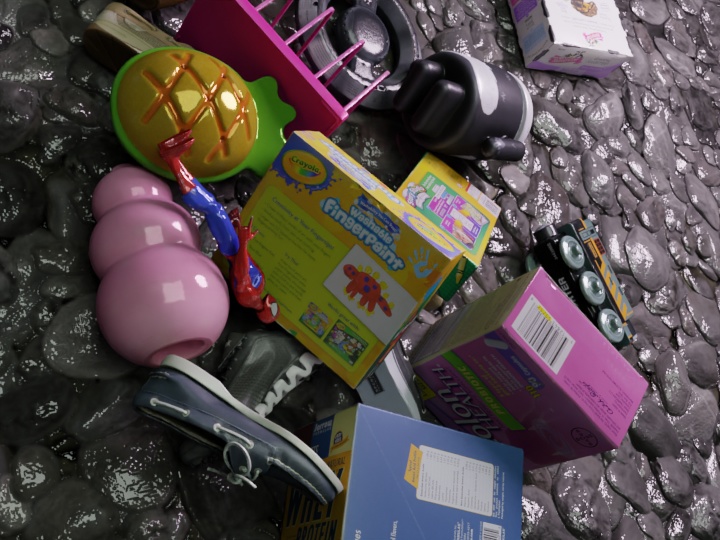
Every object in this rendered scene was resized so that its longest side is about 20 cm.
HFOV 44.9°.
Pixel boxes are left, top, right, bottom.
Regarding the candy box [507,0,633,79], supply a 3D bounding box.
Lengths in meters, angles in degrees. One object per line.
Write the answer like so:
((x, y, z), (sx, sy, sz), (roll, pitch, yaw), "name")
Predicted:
((0.311, -0.405, 1.337), (0.167, 0.071, 0.202), (0, 70, -32), "candy box")

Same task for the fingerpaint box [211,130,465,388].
((-0.024, -0.014, 0.877), (0.200, 0.167, 0.073), (39, 18, 10), "fingerpaint box")

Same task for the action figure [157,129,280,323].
((-0.125, -0.034, 0.822), (0.051, 0.065, 0.201), (-27, 114, -10), "action figure")

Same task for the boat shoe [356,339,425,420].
((0.020, 0.088, 0.953), (0.201, 0.070, 0.066), (64, 25, -1), "boat shoe")

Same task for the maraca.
((-0.152, -0.152, 0.873), (0.199, 0.107, 0.138), (5, 82, -33), "maraca")

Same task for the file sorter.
((-0.086, -0.240, 0.985), (0.200, 0.139, 0.125), (47, 53, -6), "file sorter")

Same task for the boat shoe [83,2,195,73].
((-0.198, -0.219, 0.949), (0.199, 0.071, 0.065), (34, 55, -16), "boat shoe")

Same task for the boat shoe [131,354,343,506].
((-0.108, 0.152, 0.767), (0.199, 0.075, 0.062), (36, 61, 0), "boat shoe")

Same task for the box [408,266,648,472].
((0.171, 0.119, 0.954), (0.176, 0.200, 0.097), (46, 55, -7), "box")

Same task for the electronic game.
((0.001, -0.299, 1.121), (0.199, 0.042, 0.202), (14, 67, -35), "electronic game")

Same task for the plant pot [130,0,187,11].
((-0.190, -0.389, 0.974), (0.186, 0.186, 0.200), (46, 67, -7), "plant pot")

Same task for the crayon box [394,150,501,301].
((0.088, -0.057, 1.004), (0.119, 0.058, 0.200), (38, 27, -1), "crayon box")

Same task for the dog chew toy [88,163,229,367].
((-0.202, -0.012, 0.836), (0.124, 0.125, 0.201), (-8, 67, -33), "dog chew toy")

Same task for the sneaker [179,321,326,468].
((-0.118, 0.111, 0.869), (0.091, 0.066, 0.200), (48, 53, 3), "sneaker")

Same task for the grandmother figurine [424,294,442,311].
((0.000, 0.000, 0.990), (0.199, 0.060, 0.122), (14, 70, -23), "grandmother figurine")

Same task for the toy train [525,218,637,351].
((0.297, 0.024, 1.148), (0.114, 0.085, 0.201), (-21, 82, -45), "toy train")

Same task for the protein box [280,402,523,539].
((0.039, 0.260, 0.855), (0.199, 0.135, 0.200), (19, 62, -24), "protein box")

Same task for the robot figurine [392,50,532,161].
((0.131, -0.202, 1.098), (0.199, 0.124, 0.152), (2, 82, -48), "robot figurine")
